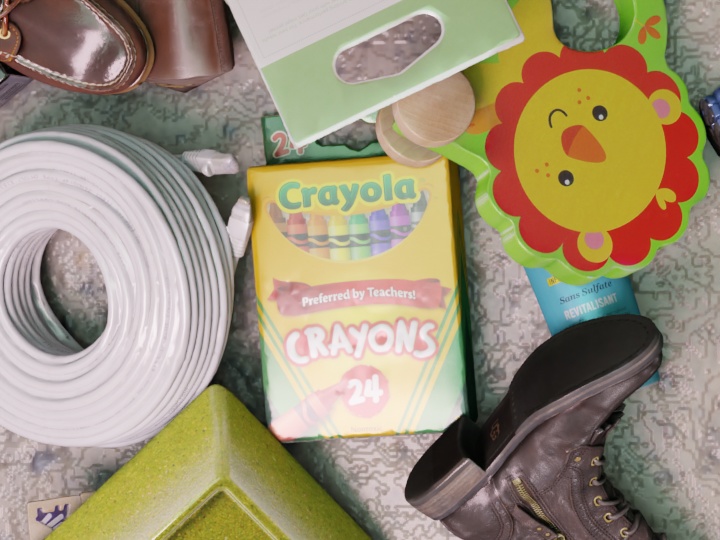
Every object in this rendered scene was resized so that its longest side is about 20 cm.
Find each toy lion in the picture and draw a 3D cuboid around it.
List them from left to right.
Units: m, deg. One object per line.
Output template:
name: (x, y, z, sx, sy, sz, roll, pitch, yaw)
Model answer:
toy lion: (0.119, -0.101, 1.005, 0.191, 0.069, 0.201, 25, 76, -7)

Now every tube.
tube: (0.122, -0.020, 1.038, 0.077, 0.050, 0.201, -20, 86, -1)

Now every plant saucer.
plant saucer: (-0.090, 0.207, 1.037, 0.200, 0.048, 0.200, -42, 107, 1)

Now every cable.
cable: (-0.171, 0.012, 1.055, 0.199, 0.069, 0.201, 13, 103, 23)

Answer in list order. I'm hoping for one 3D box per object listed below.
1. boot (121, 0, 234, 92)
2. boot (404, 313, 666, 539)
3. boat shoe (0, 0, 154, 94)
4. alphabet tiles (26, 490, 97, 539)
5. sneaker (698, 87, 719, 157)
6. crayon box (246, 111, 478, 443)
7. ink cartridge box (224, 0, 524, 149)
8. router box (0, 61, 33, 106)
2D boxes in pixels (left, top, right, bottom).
boot: (-0.164, -0.205, 1.066, 0.185, 0.064, 0.201, 6, 111, 32)
boot: (0.142, 0.133, 1.010, 0.174, 0.069, 0.200, 42, 118, -16)
boat shoe: (-0.218, -0.162, 1.019, 0.199, 0.070, 0.071, 29, 102, 4)
alphabet tiles: (-0.149, 0.235, 1.070, 0.165, 0.006, 0.202, -5, 93, -24)
sneaker: (0.282, -0.036, 0.994, 0.085, 0.077, 0.201, -34, 88, 6)
crayon box: (0.000, 0.000, 1.054, 0.126, 0.051, 0.202, -5, 92, 10)
ink cartridge box: (-0.014, -0.184, 0.968, 0.145, 0.048, 0.201, -25, 85, 1)
router box: (-0.333, -0.125, 1.100, 0.200, 0.052, 0.158, -38, 87, 10)
